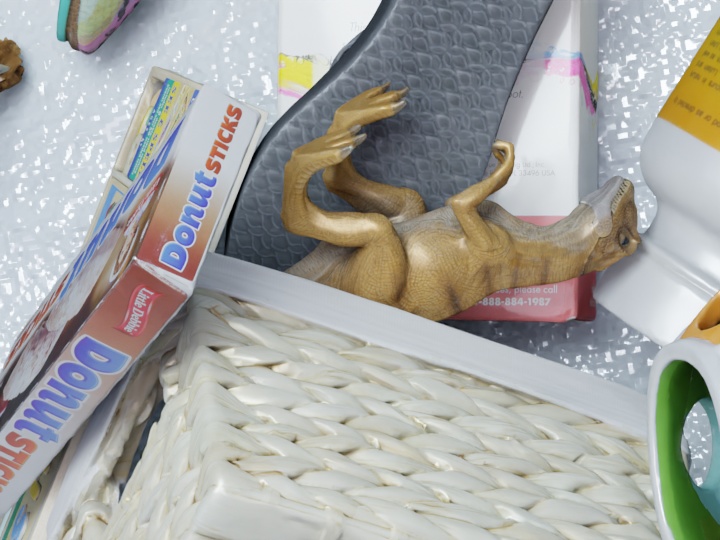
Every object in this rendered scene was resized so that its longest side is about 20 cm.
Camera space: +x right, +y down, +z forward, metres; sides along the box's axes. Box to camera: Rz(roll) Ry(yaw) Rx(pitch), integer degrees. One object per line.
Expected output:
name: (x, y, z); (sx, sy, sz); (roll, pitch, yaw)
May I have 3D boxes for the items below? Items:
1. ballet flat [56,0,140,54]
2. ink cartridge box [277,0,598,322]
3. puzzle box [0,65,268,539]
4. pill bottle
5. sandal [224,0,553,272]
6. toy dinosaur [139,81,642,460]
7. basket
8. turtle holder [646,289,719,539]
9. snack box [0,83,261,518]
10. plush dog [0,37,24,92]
ballet flat: (-0.080, -0.184, 1.108); (0.071, 0.069, 0.201); (3, 88, -7)
ink cartridge box: (0.031, -0.081, 1.074); (0.116, 0.067, 0.201); (1, 89, 12)
puzzle box: (-0.094, 0.023, 1.064); (0.025, 0.133, 0.201); (21, 92, -16)
pill bottle: (0.170, -0.053, 1.020); (0.111, 0.111, 0.200); (33, 94, 11)
sandal: (0.021, -0.067, 1.019); (0.076, 0.043, 0.200); (31, 98, -11)
toy dinosaur: (0.000, 0.000, 0.979); (0.199, 0.060, 0.106); (-18, 110, 3)
basket: (0.008, 0.102, 0.952); (0.199, 0.124, 0.136); (18, 119, -19)
turtle holder: (0.162, 0.073, 0.903); (0.131, 0.141, 0.186); (-5, 116, -17)
snack box: (-0.088, 0.016, 0.951); (0.024, 0.200, 0.072); (27, 56, -11)
plush dog: (-0.234, -0.116, 1.096); (0.160, 0.200, 0.172); (-30, 91, -24)
